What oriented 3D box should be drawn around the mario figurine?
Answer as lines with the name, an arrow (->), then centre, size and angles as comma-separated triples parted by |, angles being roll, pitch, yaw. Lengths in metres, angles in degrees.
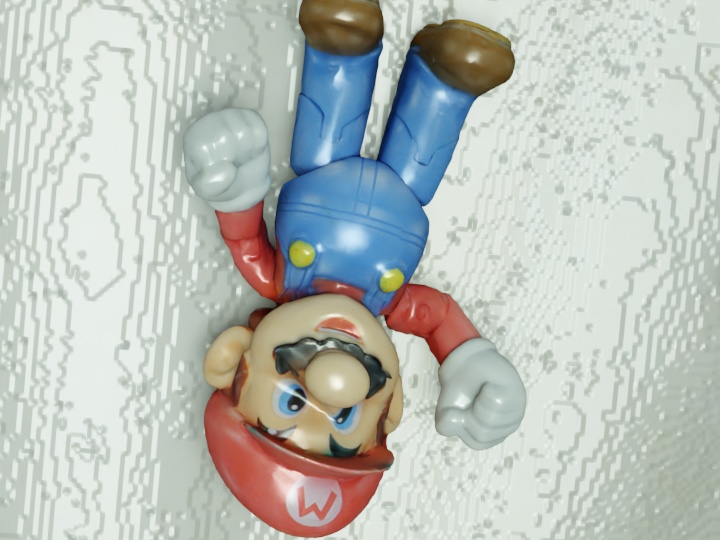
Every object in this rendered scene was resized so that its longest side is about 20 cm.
mario figurine -> 0.000, 0.000, 1.003 | 0.123, 0.106, 0.201 | 10, 85, 27
